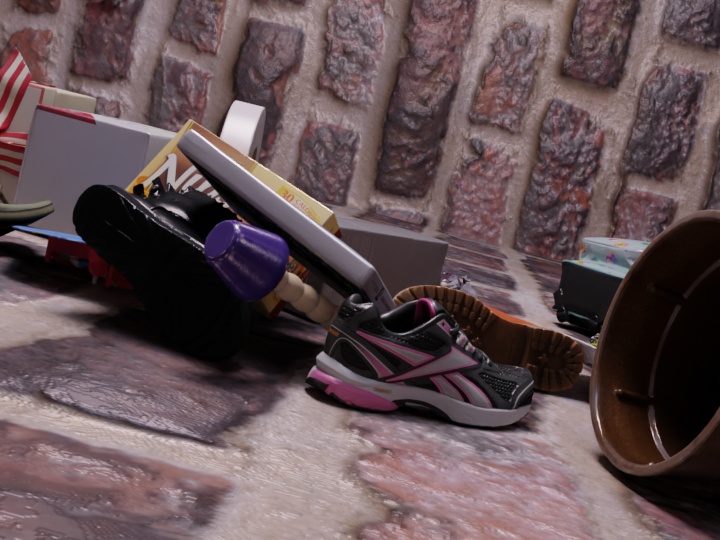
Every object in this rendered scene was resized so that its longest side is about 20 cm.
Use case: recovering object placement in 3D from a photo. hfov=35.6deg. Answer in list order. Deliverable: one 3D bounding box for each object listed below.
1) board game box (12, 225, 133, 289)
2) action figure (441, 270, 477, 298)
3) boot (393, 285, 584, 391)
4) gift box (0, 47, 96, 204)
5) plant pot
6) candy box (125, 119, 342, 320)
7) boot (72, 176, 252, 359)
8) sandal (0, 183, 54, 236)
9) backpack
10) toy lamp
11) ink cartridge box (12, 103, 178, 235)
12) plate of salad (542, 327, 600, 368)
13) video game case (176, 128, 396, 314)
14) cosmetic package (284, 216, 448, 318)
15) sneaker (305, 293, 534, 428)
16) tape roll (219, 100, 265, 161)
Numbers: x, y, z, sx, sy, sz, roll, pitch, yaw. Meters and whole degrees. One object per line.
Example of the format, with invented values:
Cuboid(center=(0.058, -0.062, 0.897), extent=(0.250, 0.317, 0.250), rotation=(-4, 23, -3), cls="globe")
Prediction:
Cuboid(center=(-0.251, -0.008, 1.073), extent=(0.157, 0.039, 0.200), rotation=(12, 0, -13), cls="board game box")
Cuboid(center=(0.062, 0.015, 1.433), extent=(0.199, 0.070, 0.130), rotation=(20, 1, 15), cls="action figure")
Cuboid(center=(0.110, 0.064, 1.110), extent=(0.199, 0.075, 0.107), rotation=(21, 1, -17), cls="boot")
Cuboid(center=(-0.457, -0.179, 1.402), extent=(0.184, 0.201, 0.187), rotation=(10, 7, 9), cls="gift box")
Cuboid(center=(0.311, 0.082, 0.838), extent=(0.198, 0.201, 0.200), rotation=(20, 5, -15), cls="plant pot")
Cuboid(center=(-0.132, -0.054, 1.128), extent=(0.200, 0.116, 0.055), rotation=(33, -17, 23), cls="candy box")
Cuboid(center=(-0.135, -0.006, 0.951), extent=(0.198, 0.073, 0.162), rotation=(40, 14, 18), cls="boot")
Cuboid(center=(-0.375, -0.066, 1.084), extent=(0.080, 0.058, 0.201), rotation=(-19, -8, 27), cls="sandal")
Cuboid(center=(0.405, 0.034, 1.637), extent=(0.200, 0.154, 0.176), rotation=(18, -2, -32), cls="backpack")
Cuboid(center=(-0.042, 0.024, 0.877), extent=(0.058, 0.058, 0.200), rotation=(22, -14, 50), cls="toy lamp")
Cuboid(center=(-0.292, -0.106, 1.339), extent=(0.145, 0.145, 0.200), rotation=(15, 6, 9), cls="ink cartridge box")
Cuboid(center=(0.283, 0.094, 1.158), extent=(0.200, 0.048, 0.200), rotation=(25, -1, 1), cls="plate of salad")
Cuboid(center=(-0.055, -0.030, 0.970), extent=(0.200, 0.023, 0.182), rotation=(38, -6, 16), cls="video game case")
Cuboid(center=(0.000, 0.000, 1.238), extent=(0.090, 0.107, 0.200), rotation=(20, 7, 37), cls="cosmetic package")
Cuboid(center=(0.060, 0.067, 0.878), extent=(0.199, 0.087, 0.080), rotation=(10, 9, -34), cls="sneaker")
Cuboid(center=(-0.149, -0.094, 1.291), extent=(0.037, 0.204, 0.203), rotation=(14, 7, -2), cls="tape roll")
